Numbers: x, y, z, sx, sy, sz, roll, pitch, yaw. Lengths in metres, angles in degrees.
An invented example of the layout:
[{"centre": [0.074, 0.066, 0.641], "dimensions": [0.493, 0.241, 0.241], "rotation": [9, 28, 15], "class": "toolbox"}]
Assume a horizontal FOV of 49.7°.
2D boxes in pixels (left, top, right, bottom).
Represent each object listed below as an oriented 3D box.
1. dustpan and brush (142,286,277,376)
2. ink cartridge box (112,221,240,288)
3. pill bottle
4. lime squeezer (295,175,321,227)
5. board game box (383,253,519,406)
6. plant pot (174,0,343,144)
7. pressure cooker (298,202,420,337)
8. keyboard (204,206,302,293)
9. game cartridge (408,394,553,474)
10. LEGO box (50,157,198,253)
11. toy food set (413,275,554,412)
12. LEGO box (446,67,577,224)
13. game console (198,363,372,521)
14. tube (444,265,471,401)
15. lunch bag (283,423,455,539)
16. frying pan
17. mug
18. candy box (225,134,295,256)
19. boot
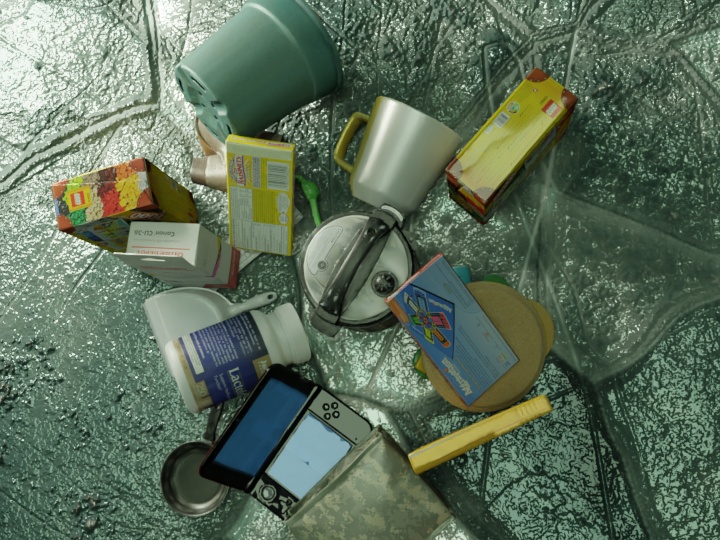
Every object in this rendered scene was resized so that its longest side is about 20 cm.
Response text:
[{"centre": [-0.230, 0.075, 1.249], "dimensions": [0.200, 0.057, 0.140], "rotation": [-21, 90, 11], "class": "dustpan and brush"}, {"centre": [-0.275, -0.026, 1.184], "dimensions": [0.116, 0.200, 0.068], "rotation": [2, 77, 13], "class": "ink cartridge box"}, {"centre": [-0.183, 0.128, 1.178], "dimensions": [0.200, 0.116, 0.116], "rotation": [-22, 78, -13], "class": "pill bottle"}, {"centre": [-0.113, -0.125, 1.270], "dimensions": [0.200, 0.038, 0.071], "rotation": [35, 106, 15], "class": "lime squeezer"}, {"centre": [0.130, 0.085, 1.087], "dimensions": [0.103, 0.019, 0.200], "rotation": [-40, 107, -9], "class": "board game box"}, {"centre": [-0.164, -0.305, 1.195], "dimensions": [0.196, 0.200, 0.200], "rotation": [-40, 77, -17], "class": "plant pot"}, {"centre": [0.003, 0.001, 1.145], "dimensions": [0.178, 0.200, 0.176], "rotation": [-12, 82, 6], "class": "pressure cooker"}, {"centre": [-0.186, -0.044, 1.278], "dimensions": [0.200, 0.011, 0.056], "rotation": [-40, 77, 0], "class": "keyboard"}, {"centre": [0.169, 0.229, 1.094], "dimensions": [0.200, 0.176, 0.032], "rotation": [-24, 77, 5], "class": "game cartridge"}, {"centre": [-0.360, -0.094, 1.216], "dimensions": [0.149, 0.200, 0.077], "rotation": [-16, 78, 6], "class": "LEGO box"}, {"centre": [0.180, 0.108, 1.147], "dimensions": [0.198, 0.049, 0.200], "rotation": [31, 85, -9], "class": "toy food set"}, {"centre": [0.222, -0.180, 1.160], "dimensions": [0.077, 0.149, 0.200], "rotation": [41, 89, 12], "class": "LEGO box"}, {"centre": [-0.106, 0.268, 1.159], "dimensions": [0.172, 0.119, 0.200], "rotation": [34, 88, 13], "class": "game console"}, {"centre": [0.153, 0.095, 1.188], "dimensions": [0.077, 0.050, 0.200], "rotation": [-8, 85, 5], "class": "tube"}, {"centre": [0.009, 0.354, 1.119], "dimensions": [0.200, 0.118, 0.164], "rotation": [-43, 89, -2], "class": "lunch bag"}, {"centre": [-0.260, 0.289, 1.223], "dimensions": [0.115, 0.031, 0.190], "rotation": [-6, 76, 7], "class": "frying pan"}, {"centre": [0.053, -0.169, 1.217], "dimensions": [0.149, 0.187, 0.153], "rotation": [25, 94, -21], "class": "mug"}, {"centre": [-0.153, -0.111, 1.195], "dimensions": [0.102, 0.200, 0.026], "rotation": [10, 41, 5], "class": "candy box"}, {"centre": [-0.196, -0.211, 1.271], "dimensions": [0.146, 0.070, 0.200], "rotation": [-1, 69, 8], "class": "boot"}]
